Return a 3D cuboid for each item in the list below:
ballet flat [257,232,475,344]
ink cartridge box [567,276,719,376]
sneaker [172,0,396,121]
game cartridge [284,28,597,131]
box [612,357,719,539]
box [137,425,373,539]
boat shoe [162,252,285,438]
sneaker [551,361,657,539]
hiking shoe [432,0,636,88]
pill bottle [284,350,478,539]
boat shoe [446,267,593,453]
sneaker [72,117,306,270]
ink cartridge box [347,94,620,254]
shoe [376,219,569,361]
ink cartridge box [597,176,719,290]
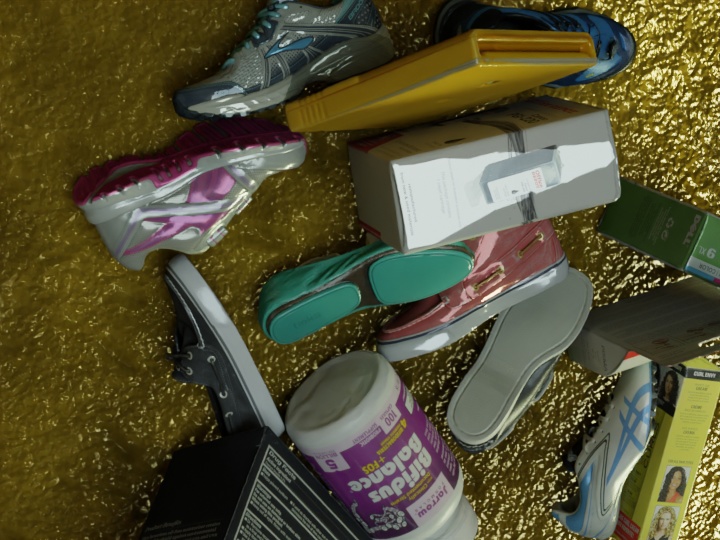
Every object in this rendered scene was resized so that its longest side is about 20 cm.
[{"bbox_3d":[0.000,0.000,1.428,0.198,0.071,0.068,-20,135,-3],"label":"ballet flat"},{"bbox_3d":[0.304,0.063,1.508,0.159,0.200,0.051,-17,108,-16],"label":"ink cartridge box"},{"bbox_3d":[-0.072,-0.184,1.351,0.199,0.077,0.087,-24,102,-21],"label":"sneaker"},{"bbox_3d":[0.065,-0.153,1.321,0.175,0.199,0.033,-9,86,-51],"label":"game cartridge"},{"bbox_3d":[0.301,0.179,1.619,0.050,0.075,0.202,7,105,-22],"label":"box"},{"bbox_3d":[-0.094,0.281,1.402,0.200,0.122,0.199,51,40,-29],"label":"box"},{"bbox_3d":[-0.133,0.079,1.410,0.066,0.070,0.201,-31,124,-11],"label":"boat shoe"},{"bbox_3d":[0.242,0.169,1.589,0.072,0.072,0.202,17,106,1],"label":"sneaker"},{"bbox_3d":[0.164,-0.193,1.428,0.198,0.087,0.075,0,107,-23],"label":"hiking shoe"},{"bbox_3d":[0.026,0.179,1.479,0.112,0.112,0.201,-39,117,-7],"label":"pill bottle"},{"bbox_3d":[0.152,0.087,1.531,0.201,0.073,0.060,-56,161,-15],"label":"boat shoe"},{"bbox_3d":[-0.136,-0.064,1.356,0.198,0.081,0.089,-20,118,-9],"label":"sneaker"},{"bbox_3d":[0.104,-0.086,1.395,0.198,0.146,0.086,-13,104,-13],"label":"ink cartridge box"},{"bbox_3d":[0.091,0.001,1.476,0.199,0.071,0.092,-27,106,-12],"label":"shoe"},{"bbox_3d":[0.316,-0.021,1.484,0.103,0.200,0.060,21,96,-28],"label":"ink cartridge box"}]
